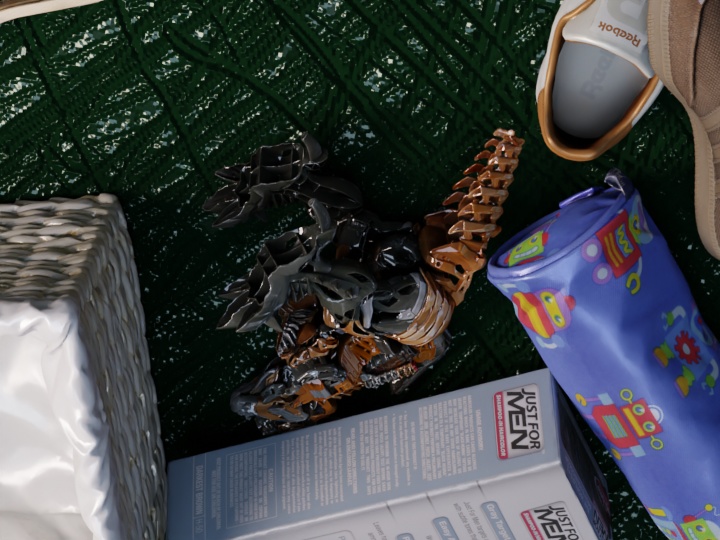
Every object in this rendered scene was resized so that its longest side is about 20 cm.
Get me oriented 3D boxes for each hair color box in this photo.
[{"bbox_3d":[0.015,0.121,1.390,0.199,0.061,0.099,-14,138,14],"label":"hair color box"}]

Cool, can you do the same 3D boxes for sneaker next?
[{"bbox_3d":[0.185,-0.074,1.267,0.075,0.070,0.200,24,149,36],"label":"sneaker"},{"bbox_3d":[0.134,-0.136,1.270,0.073,0.085,0.201,21,113,1],"label":"sneaker"}]

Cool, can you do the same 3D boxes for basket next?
[{"bbox_3d":[-0.200,0.083,1.367,0.197,0.161,0.201,-4,112,9],"label":"basket"}]

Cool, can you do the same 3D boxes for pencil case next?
[{"bbox_3d":[0.141,0.049,1.349,0.078,0.087,0.200,-20,111,42],"label":"pencil case"}]

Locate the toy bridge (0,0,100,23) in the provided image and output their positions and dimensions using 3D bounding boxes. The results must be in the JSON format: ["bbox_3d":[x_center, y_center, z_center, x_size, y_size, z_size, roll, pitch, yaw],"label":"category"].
[{"bbox_3d":[-0.116,-0.169,1.320,0.200,0.027,0.067,-38,106,20],"label":"toy bridge"}]

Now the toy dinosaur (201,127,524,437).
[{"bbox_3d":[0.000,0.000,1.355,0.135,0.102,0.200,28,102,-31],"label":"toy dinosaur"}]
